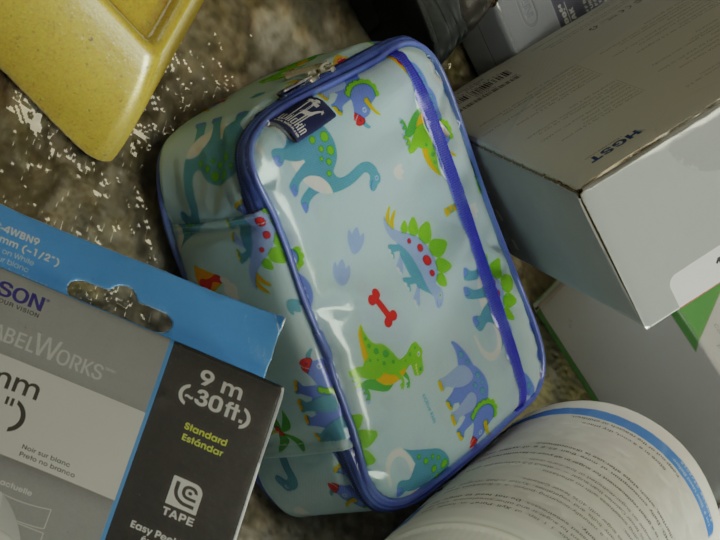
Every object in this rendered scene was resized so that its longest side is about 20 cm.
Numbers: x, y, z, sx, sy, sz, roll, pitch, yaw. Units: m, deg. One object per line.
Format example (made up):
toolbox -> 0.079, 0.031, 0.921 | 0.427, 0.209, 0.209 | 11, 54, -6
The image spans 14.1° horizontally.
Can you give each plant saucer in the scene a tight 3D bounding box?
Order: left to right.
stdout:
plant saucer -> -0.120, -0.184, 1.275 | 0.200, 0.048, 0.200 | 46, 54, -31

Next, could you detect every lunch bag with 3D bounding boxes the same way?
lunch bag -> 0.000, 0.000, 1.345 | 0.161, 0.082, 0.201 | -31, 106, -47

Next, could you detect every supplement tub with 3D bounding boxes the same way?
supplement tub -> 0.079, 0.148, 1.330 | 0.200, 0.132, 0.132 | -33, 107, -62

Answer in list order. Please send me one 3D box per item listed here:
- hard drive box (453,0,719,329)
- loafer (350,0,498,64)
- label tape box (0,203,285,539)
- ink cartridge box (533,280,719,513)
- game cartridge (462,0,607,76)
hard drive box -> 0.139, -0.064, 1.374 | 0.156, 0.200, 0.077 | -31, 111, -10
loafer -> 0.014, -0.196, 1.379 | 0.072, 0.073, 0.200 | -41, 129, -27
label tape box -> -0.112, 0.060, 1.172 | 0.143, 0.066, 0.200 | 23, 56, -7
ink cartridge box -> 0.209, 0.038, 1.510 | 0.200, 0.084, 0.146 | -14, 65, -46
game cartridge -> 0.094, -0.162, 1.498 | 0.133, 0.041, 0.201 | -35, 108, -47
